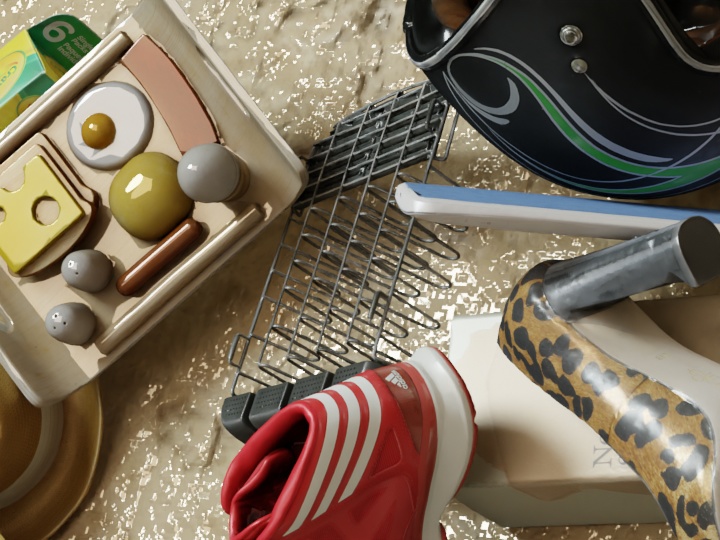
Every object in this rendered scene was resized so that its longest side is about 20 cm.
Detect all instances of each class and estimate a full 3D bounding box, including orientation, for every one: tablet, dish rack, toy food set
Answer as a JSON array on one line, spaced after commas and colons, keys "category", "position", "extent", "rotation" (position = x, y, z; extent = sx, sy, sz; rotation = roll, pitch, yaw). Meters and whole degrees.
[{"category": "tablet", "position": [0.118, -0.024, 1.006], "extent": [0.199, 0.130, 0.014], "rotation": [5, 96, -3]}, {"category": "dish rack", "position": [0.000, 0.000, 1.125], "extent": [0.153, 0.054, 0.201], "rotation": [-17, 50, 53]}, {"category": "toy food set", "position": [-0.142, -0.044, 1.163], "extent": [0.200, 0.060, 0.144], "rotation": [-40, 79, 8]}]

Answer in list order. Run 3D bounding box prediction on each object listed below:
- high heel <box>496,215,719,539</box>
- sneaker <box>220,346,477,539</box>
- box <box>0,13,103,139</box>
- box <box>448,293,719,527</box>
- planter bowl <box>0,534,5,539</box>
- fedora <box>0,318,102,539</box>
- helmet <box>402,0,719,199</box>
[{"category": "high heel", "position": [0.130, 0.085, 0.956], "extent": [0.142, 0.071, 0.201], "rotation": [-22, 81, 53]}, {"category": "sneaker", "position": [-0.018, 0.128, 1.012], "extent": [0.078, 0.115, 0.201], "rotation": [47, 140, 48]}, {"category": "box", "position": [-0.210, -0.056, 1.263], "extent": [0.200, 0.117, 0.048], "rotation": [-40, 48, 9]}, {"category": "box", "position": [0.143, 0.068, 1.022], "extent": [0.199, 0.078, 0.095], "rotation": [-7, 67, 28]}, {"category": "planter bowl", "position": [-0.231, 0.223, 1.160], "extent": [0.200, 0.083, 0.201], "rotation": [-8, 73, 27]}, {"category": "fedora", "position": [-0.246, 0.079, 1.200], "extent": [0.200, 0.082, 0.202], "rotation": [0, 88, 8]}, {"category": "helmet", "position": [0.139, -0.129, 1.048], "extent": [0.200, 0.190, 0.200], "rotation": [-55, 21, 32]}]
